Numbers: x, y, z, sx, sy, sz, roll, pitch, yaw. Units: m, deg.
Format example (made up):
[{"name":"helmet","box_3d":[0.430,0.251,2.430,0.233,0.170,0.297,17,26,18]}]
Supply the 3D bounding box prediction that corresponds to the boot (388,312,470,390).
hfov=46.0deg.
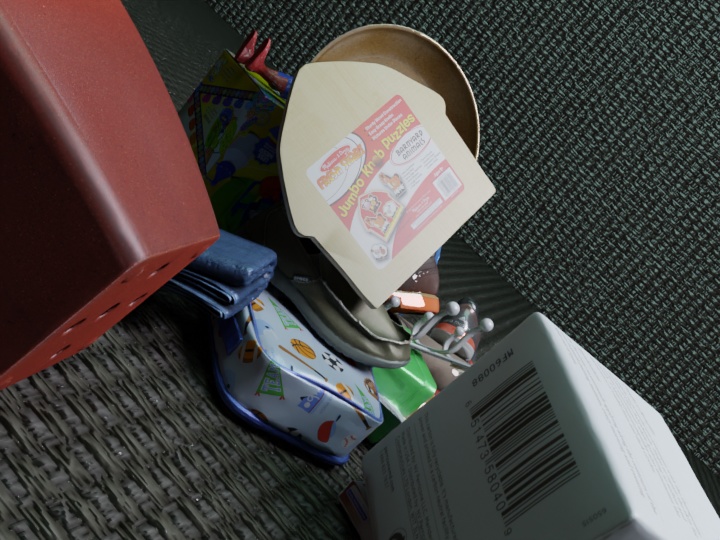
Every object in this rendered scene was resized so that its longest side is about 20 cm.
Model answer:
[{"name":"boot","box_3d":[0.063,0.099,1.012,0.199,0.070,0.146,26,-14,29]}]

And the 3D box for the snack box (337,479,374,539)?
[{"name":"snack box","box_3d":[0.061,0.224,0.733,0.200,0.024,0.072,26,21,-50]}]

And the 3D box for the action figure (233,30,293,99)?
[{"name":"action figure","box_3d":[-0.015,-0.180,0.833,0.200,0.099,0.065,36,7,-34]}]

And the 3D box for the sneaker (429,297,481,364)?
[{"name":"sneaker","box_3d":[0.135,0.094,1.139,0.077,0.082,0.200,27,-19,8]}]

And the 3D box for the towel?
[{"name":"towel","box_3d":[-0.172,-0.022,0.699,0.199,0.049,0.112,20,13,7]}]

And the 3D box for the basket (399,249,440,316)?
[{"name":"basket","box_3d":[0.035,-0.017,1.150,0.139,0.177,0.200,42,23,23]}]

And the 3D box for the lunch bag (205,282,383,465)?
[{"name":"lunch bag","box_3d":[-0.068,0.072,0.760,0.160,0.076,0.200,32,16,-30]}]

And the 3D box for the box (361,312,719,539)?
[{"name":"box","box_3d":[0.131,0.186,0.606,0.171,0.200,0.199,36,22,-26]}]

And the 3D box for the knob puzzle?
[{"name":"knob puzzle","box_3d":[0.005,-0.096,0.756,0.219,0.220,0.030,37,-21,-18]}]

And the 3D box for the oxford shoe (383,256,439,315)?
[{"name":"oxford shoe","box_3d":[0.000,0.000,0.890,0.199,0.073,0.071,12,-10,-37]}]

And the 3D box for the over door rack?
[{"name":"over door rack","box_3d":[0.128,0.088,0.809,0.200,0.067,0.147,31,4,40]}]

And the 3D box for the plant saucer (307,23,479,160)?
[{"name":"plant saucer","box_3d":[0.019,-0.126,0.798,0.200,0.201,0.035,36,-8,-25]}]

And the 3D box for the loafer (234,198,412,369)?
[{"name":"loafer","box_3d":[-0.026,0.010,0.764,0.200,0.070,0.075,40,16,7]}]

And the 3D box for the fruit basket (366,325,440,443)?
[{"name":"fruit basket","box_3d":[0.049,0.145,0.889,0.200,0.093,0.185,53,6,-27]}]

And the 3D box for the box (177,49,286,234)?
[{"name":"box","box_3d":[-0.107,-0.083,0.892,0.200,0.193,0.122,29,16,-42]}]

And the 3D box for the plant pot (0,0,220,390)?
[{"name":"plant pot","box_3d":[-0.202,-0.044,0.503,0.177,0.199,0.200,52,12,0]}]

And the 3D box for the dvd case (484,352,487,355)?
[{"name":"dvd case","box_3d":[0.180,0.198,0.893,0.200,0.022,0.146,-98,165,-55]}]
